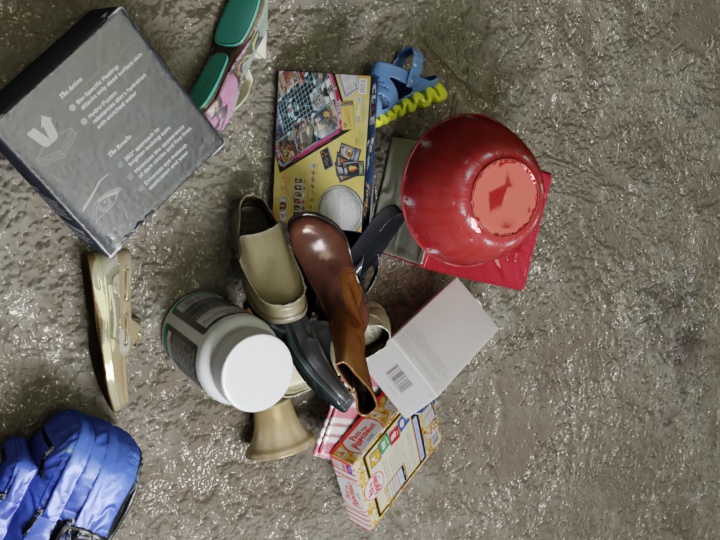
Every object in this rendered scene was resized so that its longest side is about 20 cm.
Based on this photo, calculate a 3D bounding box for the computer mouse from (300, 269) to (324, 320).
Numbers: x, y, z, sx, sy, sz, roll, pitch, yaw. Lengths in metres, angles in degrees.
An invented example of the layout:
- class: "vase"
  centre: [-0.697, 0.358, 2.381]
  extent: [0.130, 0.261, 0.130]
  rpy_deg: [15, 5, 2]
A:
- class: "computer mouse"
  centre: [-0.104, 0.063, 1.292]
  extent: [0.199, 0.045, 0.143]
  rpy_deg: [38, 63, -42]

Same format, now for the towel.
- class: "towel"
  centre: [-0.003, 0.181, 1.369]
  extent: [0.146, 0.029, 0.204]
  rpy_deg: [27, 82, -62]

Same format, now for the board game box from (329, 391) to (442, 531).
- class: "board game box"
  centre: [0.044, 0.263, 1.391]
  extent: [0.200, 0.046, 0.154]
  rpy_deg: [-44, 136, -35]

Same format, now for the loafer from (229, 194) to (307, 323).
- class: "loafer"
  centre: [-0.124, -0.018, 1.181]
  extent: [0.075, 0.201, 0.068]
  rpy_deg: [-19, 142, -16]

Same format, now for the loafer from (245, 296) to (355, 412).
- class: "loafer"
  centre: [-0.064, 0.089, 1.189]
  extent: [0.072, 0.073, 0.201]
  rpy_deg: [-35, 78, -14]

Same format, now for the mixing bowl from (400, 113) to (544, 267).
- class: "mixing bowl"
  centre: [0.160, -0.096, 1.184]
  extent: [0.196, 0.108, 0.205]
  rpy_deg: [-3, 101, -19]

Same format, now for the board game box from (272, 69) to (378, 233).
- class: "board game box"
  centre: [-0.048, -0.160, 1.237]
  extent: [0.035, 0.133, 0.204]
  rpy_deg: [-25, 121, -68]

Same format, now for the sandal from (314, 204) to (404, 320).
- class: "sandal"
  centre: [0.000, 0.000, 1.256]
  extent: [0.076, 0.043, 0.201]
  rpy_deg: [-20, 150, -54]

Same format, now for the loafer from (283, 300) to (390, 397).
- class: "loafer"
  centre: [-0.042, 0.108, 1.251]
  extent: [0.198, 0.068, 0.077]
  rpy_deg: [-32, 114, -13]

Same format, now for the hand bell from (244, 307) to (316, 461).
- class: "hand bell"
  centre: [-0.130, 0.150, 1.293]
  extent: [0.103, 0.104, 0.204]
  rpy_deg: [-14, 97, -29]

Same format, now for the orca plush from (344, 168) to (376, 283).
- class: "orca plush"
  centre: [-0.020, -0.086, 1.327]
  extent: [0.070, 0.106, 0.204]
  rpy_deg: [5, 116, 12]

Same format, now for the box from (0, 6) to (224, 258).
- class: "box"
  centre: [-0.301, -0.162, 1.078]
  extent: [0.197, 0.117, 0.201]
  rpy_deg: [-47, 122, -16]

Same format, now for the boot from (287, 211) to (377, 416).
- class: "boot"
  centre: [-0.036, 0.050, 1.131]
  extent: [0.067, 0.202, 0.190]
  rpy_deg: [-15, 128, 8]

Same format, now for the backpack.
- class: "backpack"
  centre: [-0.363, 0.269, 1.112]
  extent: [0.167, 0.162, 0.202]
  rpy_deg: [36, 82, -30]

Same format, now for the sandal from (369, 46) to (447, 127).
- class: "sandal"
  centre: [0.031, -0.252, 1.302]
  extent: [0.198, 0.079, 0.089]
  rpy_deg: [-30, 111, -33]

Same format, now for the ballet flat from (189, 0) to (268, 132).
- class: "ballet flat"
  centre: [-0.157, -0.269, 1.179]
  extent: [0.071, 0.068, 0.203]
  rpy_deg: [33, 76, -52]

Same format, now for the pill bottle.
- class: "pill bottle"
  centre: [-0.169, 0.102, 1.174]
  extent: [0.111, 0.199, 0.116]
  rpy_deg: [-7, 105, -29]

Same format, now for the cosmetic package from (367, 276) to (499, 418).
- class: "cosmetic package"
  centre: [0.106, 0.109, 1.360]
  extent: [0.108, 0.085, 0.199]
  rpy_deg: [50, 43, 3]

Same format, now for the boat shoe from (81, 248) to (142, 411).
- class: "boat shoe"
  centre: [-0.303, 0.075, 1.162]
  extent: [0.064, 0.072, 0.204]
  rpy_deg: [-10, 101, -29]

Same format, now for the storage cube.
- class: "storage cube"
  centre: [0.139, -0.086, 1.336]
  extent: [0.177, 0.199, 0.174]
  rpy_deg: [11, 96, -28]
